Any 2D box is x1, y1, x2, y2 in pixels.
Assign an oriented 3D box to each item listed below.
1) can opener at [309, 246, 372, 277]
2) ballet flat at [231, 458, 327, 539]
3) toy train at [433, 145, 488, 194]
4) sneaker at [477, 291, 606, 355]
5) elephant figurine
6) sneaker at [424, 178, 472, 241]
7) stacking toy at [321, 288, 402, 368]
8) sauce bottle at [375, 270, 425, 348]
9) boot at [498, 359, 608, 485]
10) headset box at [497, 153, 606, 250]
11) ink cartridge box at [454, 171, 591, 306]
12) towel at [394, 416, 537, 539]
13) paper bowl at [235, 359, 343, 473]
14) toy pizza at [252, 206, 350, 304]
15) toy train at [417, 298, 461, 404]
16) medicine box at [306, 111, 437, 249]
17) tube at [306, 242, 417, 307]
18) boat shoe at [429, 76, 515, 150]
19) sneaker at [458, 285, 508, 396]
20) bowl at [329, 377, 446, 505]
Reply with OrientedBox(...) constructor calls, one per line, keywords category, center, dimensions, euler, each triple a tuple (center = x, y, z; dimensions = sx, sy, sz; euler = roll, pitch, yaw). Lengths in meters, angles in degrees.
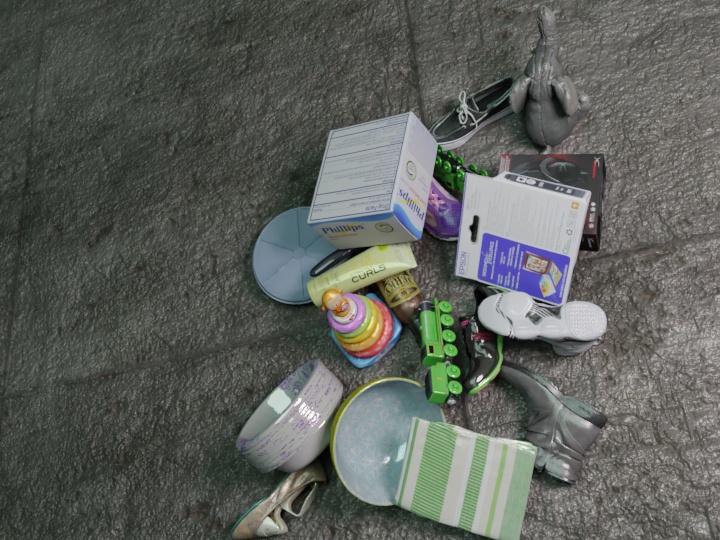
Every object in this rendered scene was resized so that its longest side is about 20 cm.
OrientedBox(category="can opener", center=(-0.006, -0.036, 1.458), dimensions=(0.200, 0.064, 0.079), euler=(-43, 18, -10))
OrientedBox(category="ballet flat", center=(-0.134, 0.401, 1.332), dimensions=(0.200, 0.068, 0.067), euler=(-46, 62, 0))
OrientedBox(category="toy train", center=(0.165, -0.182, 1.438), dimensions=(0.041, 0.057, 0.200), euler=(-23, 37, -21))
OrientedBox(category="sneaker", center=(0.290, 0.090, 1.258), dimensions=(0.197, 0.115, 0.076), euler=(5, 70, 20))
OrientedBox(category="elephant figurine", center=(0.317, -0.318, 1.372), dimensions=(0.141, 0.200, 0.156), euler=(-32, 60, 6))
OrientedBox(category="sneaker", center=(0.122, -0.135, 1.441), dimensions=(0.080, 0.089, 0.200), euler=(-42, 60, -1))
OrientedBox(category="stacking toy", center=(-0.016, 0.077, 1.342), dimensions=(0.116, 0.200, 0.110), euler=(-43, 59, -1))
OrientedBox(category="sauce bottle", center=(0.077, 0.046, 1.397), dimensions=(0.064, 0.065, 0.201), euler=(-34, 61, 5))
OrientedBox(category="boot", center=(0.273, 0.236, 1.237), dimensions=(0.199, 0.070, 0.133), euler=(31, 89, 35))
OrientedBox(category="headset box", center=(0.315, -0.119, 1.361), dimensions=(0.197, 0.077, 0.151), euler=(4, 70, 22))
OrientedBox(category="ink cartridge box", center=(0.260, -0.057, 1.294), dimensions=(0.198, 0.200, 0.043), euler=(17, 35, 21))
OrientedBox(category="towel", center=(0.160, 0.319, 1.214), dimensions=(0.197, 0.023, 0.155), euler=(13, 89, 11))
OrientedBox(category="paper bowl", center=(-0.107, 0.255, 1.322), dimensions=(0.200, 0.201, 0.104), euler=(-43, 99, 1))
OrientedBox(category="toy pizza", center=(-0.112, -0.028, 1.519), dimensions=(0.197, 0.032, 0.203), euler=(-5, 68, 13))
OrientedBox(category="toy train", center=(0.125, 0.128, 1.278), dimensions=(0.056, 0.042, 0.202), euler=(8, 47, -11))
OrientedBox(category="medicine box", center=(0.023, -0.154, 1.385), dimensions=(0.180, 0.103, 0.202), euler=(-5, 62, 36))
OrientedBox(category="tube", center=(0.000, 0.000, 1.391), dimensions=(0.198, 0.052, 0.058), euler=(-25, 105, 14))
OrientedBox(category="boat shoe", center=(0.209, -0.297, 1.484), dimensions=(0.197, 0.068, 0.074), euler=(-24, 61, 12))
OrientedBox(category="sneaker", center=(0.193, 0.114, 1.294), dimensions=(0.083, 0.077, 0.202), euler=(24, 58, -8))
OrientedBox(category="bowl", center=(0.033, 0.266, 1.283), dimensions=(0.201, 0.199, 0.108), euler=(-57, 18, -8))
